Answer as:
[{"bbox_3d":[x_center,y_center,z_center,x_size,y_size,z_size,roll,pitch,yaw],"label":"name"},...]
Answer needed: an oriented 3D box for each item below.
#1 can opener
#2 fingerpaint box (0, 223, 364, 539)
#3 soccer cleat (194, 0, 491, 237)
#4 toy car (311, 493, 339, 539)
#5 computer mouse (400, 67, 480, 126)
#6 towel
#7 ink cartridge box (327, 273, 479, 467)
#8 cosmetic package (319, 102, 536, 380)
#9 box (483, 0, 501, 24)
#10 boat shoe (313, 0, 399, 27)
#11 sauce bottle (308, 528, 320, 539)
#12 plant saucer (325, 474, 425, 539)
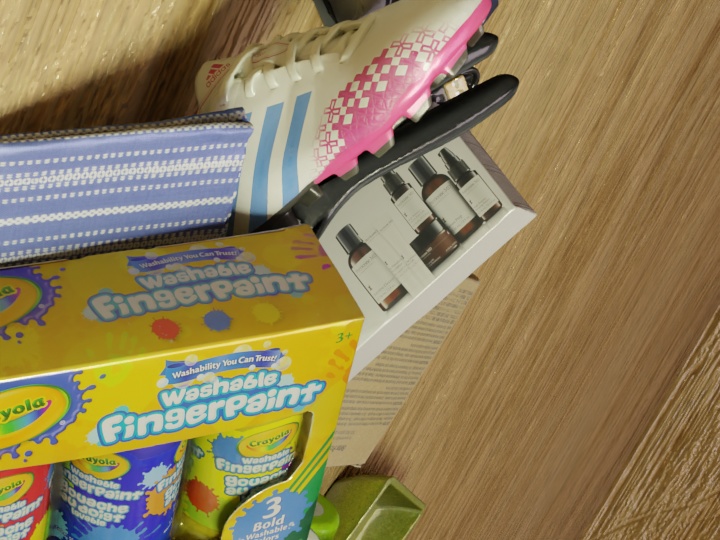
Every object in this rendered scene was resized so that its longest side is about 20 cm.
[{"bbox_3d":[-0.004,-0.069,0.944,0.199,0.064,0.079,-35,-155,1],"label":"can opener"},{"bbox_3d":[-0.112,0.076,0.796,0.198,0.074,0.168,-8,134,-26],"label":"fingerpaint box"},{"bbox_3d":[-0.027,-0.081,0.801,0.200,0.086,0.070,-41,-171,34],"label":"soccer cleat"},{"bbox_3d":[-0.106,0.269,1.283,0.198,0.158,0.166,4,120,-36],"label":"toy car"},{"bbox_3d":[0.030,-0.076,1.095,0.109,0.044,0.200,-35,163,-3],"label":"computer mouse"},{"bbox_3d":[-0.133,0.011,0.800,0.144,0.024,0.201,-9,135,-32],"label":"towel"},{"bbox_3d":[-0.011,0.048,1.166,0.166,0.075,0.200,-56,163,6],"label":"ink cartridge box"},{"bbox_3d":[0.000,0.000,1.011,0.200,0.083,0.051,-43,162,14],"label":"cosmetic package"},{"bbox_3d":[0.067,-0.194,1.017,0.122,0.032,0.200,-53,163,-10],"label":"box"},{"bbox_3d":[0.011,-0.153,0.850,0.068,0.074,0.200,-35,161,-4],"label":"boat shoe"},{"bbox_3d":[-0.071,0.159,1.070,0.066,0.066,0.200,-53,-165,-7],"label":"sauce bottle"},{"bbox_3d":[-0.030,0.268,1.547,0.201,0.048,0.200,-54,163,-6],"label":"plant saucer"}]
